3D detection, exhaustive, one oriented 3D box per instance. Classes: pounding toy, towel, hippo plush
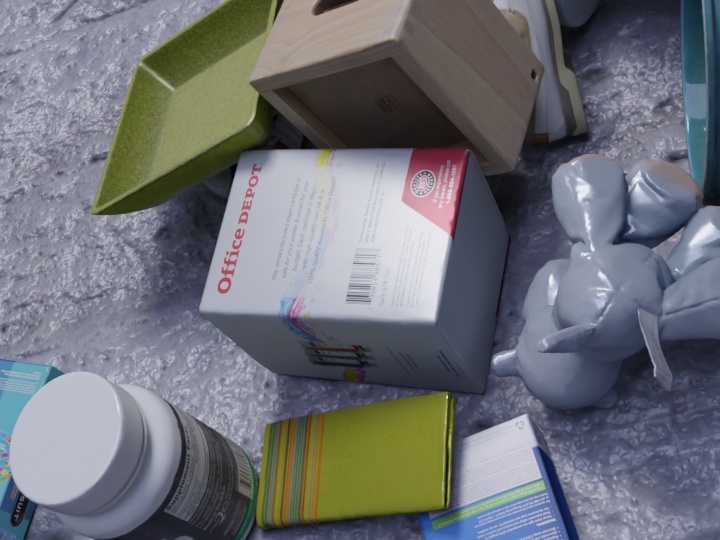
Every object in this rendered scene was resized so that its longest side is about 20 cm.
[{"bbox_3d":[0.012,-0.175,0.834,0.198,0.184,0.144,-5,55,44],"label":"pounding toy"},{"bbox_3d":[-0.007,0.148,0.806,0.198,0.018,0.087,-17,60,41],"label":"towel"},{"bbox_3d":[0.186,0.037,0.747,0.157,0.162,0.202,15,51,-1],"label":"hippo plush"}]

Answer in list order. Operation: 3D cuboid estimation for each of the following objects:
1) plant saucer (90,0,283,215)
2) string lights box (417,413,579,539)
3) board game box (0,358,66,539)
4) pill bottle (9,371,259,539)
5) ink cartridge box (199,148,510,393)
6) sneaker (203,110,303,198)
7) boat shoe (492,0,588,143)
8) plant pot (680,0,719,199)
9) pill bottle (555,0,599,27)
[{"bbox_3d":[-0.137,-0.147,0.930,0.198,0.048,0.202,-23,45,33],"label":"plant saucer"},{"bbox_3d":[0.108,0.216,0.738,0.102,0.059,0.202,-22,58,12],"label":"string lights box"},{"bbox_3d":[-0.362,0.181,0.968,0.149,0.047,0.202,5,67,25],"label":"board game box"},{"bbox_3d":[-0.167,0.155,0.803,0.112,0.200,0.115,-10,61,19],"label":"pill bottle"},{"bbox_3d":[0.000,0.000,0.842,0.197,0.145,0.147,3,66,23],"label":"ink cartridge box"},{"bbox_3d":[-0.079,-0.140,0.993,0.200,0.081,0.088,-44,57,7],"label":"sneaker"},{"bbox_3d":[0.130,-0.197,0.864,0.068,0.202,0.075,-15,21,14],"label":"boat shoe"},{"bbox_3d":[0.338,-0.156,0.758,0.193,0.201,0.203,-2,64,13],"label":"plant pot"},{"bbox_3d":[0.118,-0.290,0.956,0.198,0.114,0.115,23,75,30],"label":"pill bottle"}]
